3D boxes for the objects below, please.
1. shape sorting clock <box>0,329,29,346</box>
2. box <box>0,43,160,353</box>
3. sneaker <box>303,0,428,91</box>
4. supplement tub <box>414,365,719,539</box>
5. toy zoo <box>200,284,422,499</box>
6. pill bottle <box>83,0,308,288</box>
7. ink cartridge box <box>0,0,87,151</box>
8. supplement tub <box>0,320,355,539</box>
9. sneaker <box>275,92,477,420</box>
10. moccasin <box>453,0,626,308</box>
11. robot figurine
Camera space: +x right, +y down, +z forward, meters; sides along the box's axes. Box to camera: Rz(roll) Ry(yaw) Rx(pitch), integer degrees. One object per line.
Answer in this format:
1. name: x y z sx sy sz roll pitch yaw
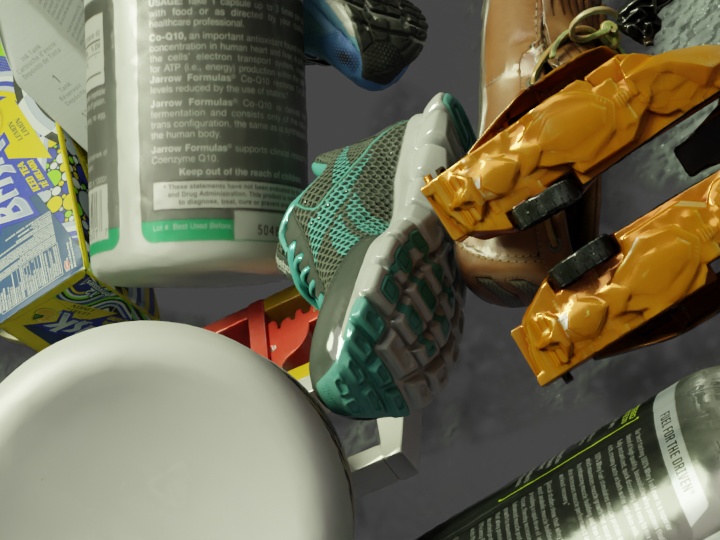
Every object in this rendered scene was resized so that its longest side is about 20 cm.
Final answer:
1. shape sorting clock: -0.158 -0.046 1.069 0.199 0.039 0.201 -26 44 28
2. box: -0.171 -0.049 1.006 0.064 0.070 0.201 -29 53 16
3. sneaker: -0.033 -0.129 1.009 0.200 0.078 0.091 37 106 55
4. supplement tub: 0.100 0.114 0.619 0.199 0.122 0.123 -34 41 20
5. toy zoo: -0.044 0.067 0.860 0.199 0.021 0.132 -25 42 14
6. pill bottle: -0.083 -0.096 0.918 0.112 0.113 0.202 -6 83 41
7. ink cartridge box: -0.177 -0.169 1.004 0.050 0.200 0.162 -35 25 25
8. supplement tub: -0.073 0.097 0.700 0.145 0.145 0.200 -52 -3 -3
9. sneaker: 0.000 0.000 0.824 0.090 0.078 0.201 -13 30 24
10. moccasin: 0.092 -0.082 0.827 0.077 0.074 0.203 -9 54 36
11. robot figurine: 0.132 -0.048 0.735 0.199 0.058 0.146 -32 84 8
